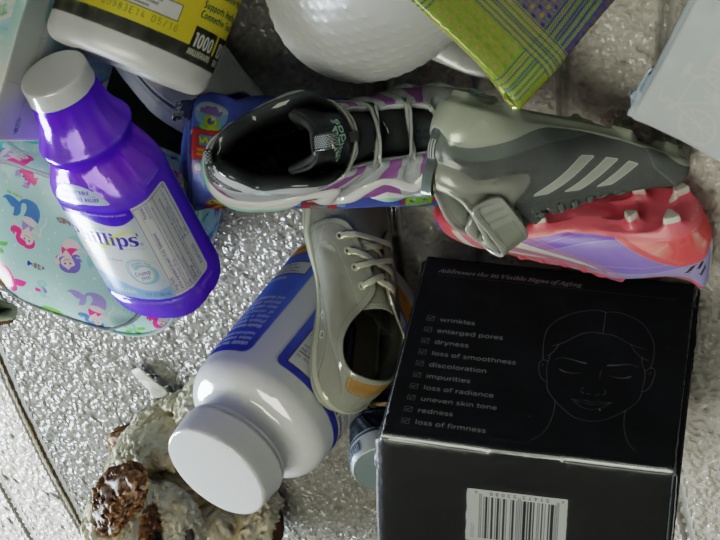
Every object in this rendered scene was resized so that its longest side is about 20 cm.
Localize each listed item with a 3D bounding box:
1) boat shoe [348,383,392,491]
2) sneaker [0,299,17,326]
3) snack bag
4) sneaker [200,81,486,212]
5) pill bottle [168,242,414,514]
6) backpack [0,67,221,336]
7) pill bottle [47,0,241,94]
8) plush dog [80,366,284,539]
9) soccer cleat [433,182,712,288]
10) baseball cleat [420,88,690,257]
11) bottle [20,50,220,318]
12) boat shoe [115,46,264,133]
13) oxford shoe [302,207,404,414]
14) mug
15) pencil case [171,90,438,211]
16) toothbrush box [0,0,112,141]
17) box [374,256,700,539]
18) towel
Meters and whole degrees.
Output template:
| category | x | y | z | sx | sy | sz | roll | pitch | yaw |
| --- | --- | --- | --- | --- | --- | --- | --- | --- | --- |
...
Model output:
| category | x | y | z | sx | sy | sz | roll | pitch | yaw |
| --- | --- | --- | --- | --- | --- | --- | --- | --- | --- |
| boat shoe | 0.088 | 0.118 | 1.803 | 0.199 | 0.091 | 0.071 | 6 | 134 | -10 |
| sneaker | -0.315 | -0.036 | 1.912 | 0.075 | 0.071 | 0.201 | 3 | 132 | 3 |
| snack bag | 0.279 | -0.116 | 1.469 | 0.200 | 0.021 | 0.189 | 29 | 135 | 6 |
| sneaker | -0.005 | -0.081 | 1.541 | 0.199 | 0.140 | 0.078 | -14 | 86 | -1 |
| pill bottle | -0.051 | 0.078 | 1.739 | 0.112 | 0.200 | 0.112 | 25 | 144 | 20 |
| backpack | -0.192 | -0.043 | 1.775 | 0.177 | 0.151 | 0.200 | 19 | 138 | 7 |
| pill bottle | -0.116 | -0.224 | 1.550 | 0.112 | 0.112 | 0.201 | 22 | 91 | 12 |
| plush dog | -0.166 | 0.187 | 1.918 | 0.160 | 0.172 | 0.201 | 7 | 129 | 25 |
| soccer cleat | 0.146 | -0.023 | 1.659 | 0.199 | 0.067 | 0.077 | 2 | 131 | 25 |
| baseball cleat | 0.123 | -0.057 | 1.570 | 0.070 | 0.199 | 0.107 | 25 | 102 | 61 |
| bottle | -0.163 | -0.056 | 1.604 | 0.083 | 0.065 | 0.200 | 9 | 140 | 35 |
| boat shoe | -0.138 | -0.163 | 1.693 | 0.200 | 0.074 | 0.067 | 37 | 137 | -1 |
| oxford shoe | 0.000 | 0.000 | 1.689 | 0.075 | 0.201 | 0.058 | 9 | 163 | -33 |
| mug | 0.032 | -0.185 | 1.530 | 0.200 | 0.148 | 0.175 | 29 | 156 | -3 |
| pencil case | -0.028 | -0.084 | 1.652 | 0.199 | 0.087 | 0.078 | 0 | 159 | -1 |
| toothbrush box | -0.219 | -0.192 | 1.608 | 0.085 | 0.146 | 0.201 | 20 | 101 | 19 |
| box | 0.124 | 0.103 | 1.651 | 0.199 | 0.197 | 0.124 | 6 | 130 | 9 |
| towel | 0.101 | -0.209 | 1.448 | 0.144 | 0.200 | 0.023 | 42 | 154 | -12 |
